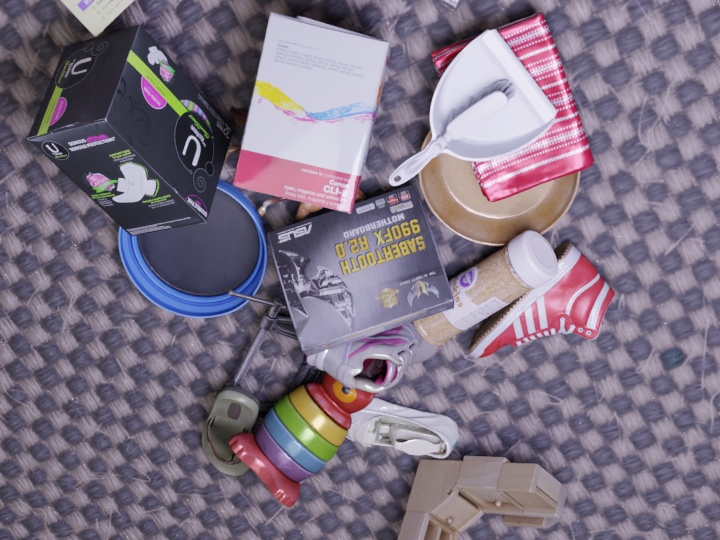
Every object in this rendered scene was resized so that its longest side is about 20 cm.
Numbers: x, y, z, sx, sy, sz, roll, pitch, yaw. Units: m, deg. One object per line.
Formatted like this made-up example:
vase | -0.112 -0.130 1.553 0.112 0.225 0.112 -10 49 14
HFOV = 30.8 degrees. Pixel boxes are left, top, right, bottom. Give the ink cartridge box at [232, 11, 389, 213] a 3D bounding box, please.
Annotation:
ink cartridge box | -0.054 -0.184 1.522 0.143 0.145 0.202 13 97 0

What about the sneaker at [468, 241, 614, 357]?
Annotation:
sneaker | 0.238 0.068 1.684 0.112 0.071 0.200 41 113 -9

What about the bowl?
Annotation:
bowl | -0.216 -0.034 1.713 0.198 0.039 0.202 3 117 7

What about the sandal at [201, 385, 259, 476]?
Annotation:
sandal | -0.184 0.232 1.810 0.079 0.058 0.202 11 142 0

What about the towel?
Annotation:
towel | 0.182 -0.189 1.550 0.143 0.023 0.201 -18 112 15

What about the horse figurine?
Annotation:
horse figurine | -0.090 -0.127 1.641 0.132 0.050 0.201 -26 109 15

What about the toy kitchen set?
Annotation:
toy kitchen set | 0.179 0.368 1.758 0.199 0.182 0.163 -6 145 43

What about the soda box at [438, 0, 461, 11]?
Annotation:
soda box | 0.040 -0.379 1.489 0.199 0.063 0.071 27 117 -7

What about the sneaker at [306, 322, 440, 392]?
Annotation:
sneaker | 0.030 0.115 1.686 0.199 0.088 0.082 -10 131 -35

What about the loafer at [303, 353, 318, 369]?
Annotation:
loafer | -0.013 0.048 1.704 0.062 0.072 0.201 19 108 -17

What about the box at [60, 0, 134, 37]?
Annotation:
box | -0.304 -0.410 1.503 0.175 0.097 0.200 -37 107 23

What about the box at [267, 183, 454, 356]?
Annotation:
box | 0.000 0.000 1.622 0.198 0.048 0.160 -18 75 1

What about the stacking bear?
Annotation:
stacking bear | -0.060 0.199 1.745 0.200 0.114 0.121 -45 84 4

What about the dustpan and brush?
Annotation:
dustpan and brush | 0.114 -0.166 1.523 0.199 0.057 0.140 -35 107 21

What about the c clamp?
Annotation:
c clamp | -0.128 0.119 1.774 0.169 0.027 0.201 12 120 -19

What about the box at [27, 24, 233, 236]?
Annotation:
box | -0.266 -0.162 1.544 0.123 0.150 0.200 -8 143 29

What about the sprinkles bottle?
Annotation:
sprinkles bottle | 0.155 0.025 1.653 0.199 0.068 0.068 -34 108 35

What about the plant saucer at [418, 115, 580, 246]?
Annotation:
plant saucer | 0.171 -0.129 1.613 0.198 0.036 0.202 3 117 6

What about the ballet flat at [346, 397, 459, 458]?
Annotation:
ballet flat | 0.037 0.218 1.791 0.198 0.070 0.070 10 118 3
